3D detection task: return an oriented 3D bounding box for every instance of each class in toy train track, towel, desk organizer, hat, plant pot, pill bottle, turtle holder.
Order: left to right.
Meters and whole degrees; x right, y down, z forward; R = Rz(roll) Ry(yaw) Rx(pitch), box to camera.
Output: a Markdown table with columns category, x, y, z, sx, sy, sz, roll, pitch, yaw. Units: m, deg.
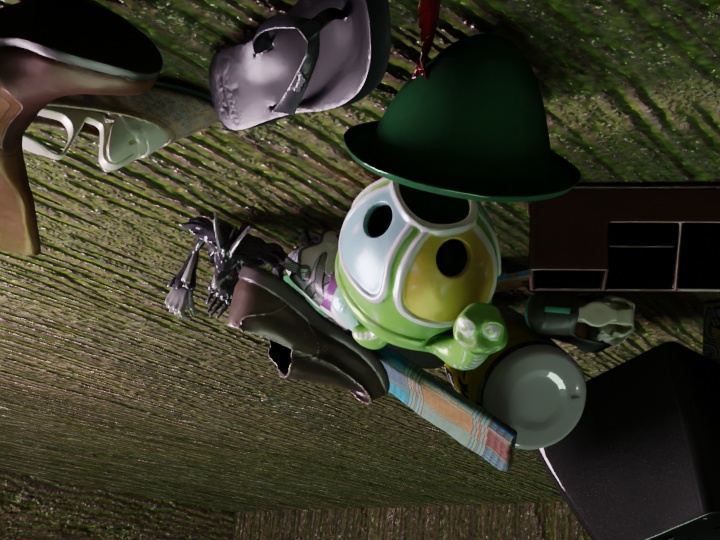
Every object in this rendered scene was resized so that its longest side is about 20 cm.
| category | x | y | z | sx | sy | sz | roll | pitch | yaw |
| --- | --- | --- | --- | --- | --- | --- | --- | --- | --- |
| turtle holder | 0.050 | -0.003 | 1.045 | 0.140 | 0.186 | 0.132 | 10 | 137 | -3 |
| towel | 0.072 | 0.134 | 1.288 | 0.200 | 0.022 | 0.147 | 33 | 166 | 16 |
| hat | 0.080 | -0.151 | 0.827 | 0.165 | 0.177 | 0.200 | 3 | -159 | -9 |
| toy train track | 0.136 | 0.005 | 1.314 | 0.199 | 0.033 | 0.115 | -11 | 152 | 22 |
| pill bottle | 0.157 | 0.106 | 1.370 | 0.114 | 0.115 | 0.200 | 8 | -166 | -17 |
| desk organizer | 0.246 | -0.027 | 1.100 | 0.199 | 0.077 | 0.072 | 0 | 163 | 8 |
| plant pot | 0.326 | 0.216 | 1.380 | 0.200 | 0.178 | 0.199 | -30 | 148 | 29 |

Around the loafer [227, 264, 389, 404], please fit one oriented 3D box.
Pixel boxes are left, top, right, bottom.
| category | x | y | z | sx | sy | sz | roll | pitch | yaw |
| --- | --- | --- | --- | --- | --- | --- | --- | --- | --- |
| loafer | -0.055 | 0.074 | 1.199 | 0.200 | 0.071 | 0.073 | 40 | 167 | -27 |

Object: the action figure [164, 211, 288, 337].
| category | x | y | z | sx | sy | sz | roll | pitch | yaw |
| --- | --- | --- | --- | --- | --- | --- | --- | --- | --- |
| action figure | -0.125 | 0.011 | 1.248 | 0.118 | 0.103 | 0.200 | 15 | 166 | 7 |

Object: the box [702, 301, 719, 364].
| category | x | y | z | sx | sy | sz | roll | pitch | yaw |
| --- | --- | --- | --- | --- | --- | --- | --- | --- | --- |
| box | 0.473 | 0.090 | 1.460 | 0.064 | 0.070 | 0.200 | -10 | 159 | 42 |

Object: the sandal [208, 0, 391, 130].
| category | x | y | z | sx | sy | sz | roll | pitch | yaw |
| --- | --- | --- | --- | --- | --- | --- | --- | --- | --- |
| sandal | -0.047 | -0.130 | 0.799 | 0.043 | 0.076 | 0.200 | -16 | 177 | -37 |

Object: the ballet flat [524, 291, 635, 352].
| category | x | y | z | sx | sy | sz | roll | pitch | yaw |
| --- | --- | --- | --- | --- | --- | --- | --- | --- | --- |
| ballet flat | 0.249 | 0.054 | 1.334 | 0.068 | 0.068 | 0.200 | -2 | 177 | 36 |

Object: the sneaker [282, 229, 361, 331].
| category | x | y | z | sx | sy | sz | roll | pitch | yaw |
| --- | --- | --- | --- | --- | --- | --- | --- | --- | --- |
| sneaker | 0.000 | 0.000 | 1.221 | 0.140 | 0.078 | 0.200 | 31 | -169 | 26 |

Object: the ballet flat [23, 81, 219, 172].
| category | x | y | z | sx | sy | sz | roll | pitch | yaw |
| --- | --- | --- | --- | --- | --- | --- | --- | --- | --- |
| ballet flat | -0.201 | -0.110 | 0.918 | 0.199 | 0.068 | 0.068 | 9 | 162 | -21 |

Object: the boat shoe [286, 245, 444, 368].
| category | x | y | z | sx | sy | sz | roll | pitch | yaw |
| --- | --- | --- | --- | --- | --- | --- | --- | --- | --- |
| boat shoe | 0.010 | 0.033 | 1.308 | 0.200 | 0.074 | 0.065 | 38 | 168 | -16 |

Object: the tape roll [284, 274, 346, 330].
| category | x | y | z | sx | sy | sz | roll | pitch | yaw |
| --- | --- | --- | --- | --- | --- | --- | --- | --- | --- |
| tape roll | -0.011 | 0.050 | 1.447 | 0.199 | 0.048 | 0.201 | 3 | 162 | 1 |

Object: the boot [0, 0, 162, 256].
| category | x | y | z | sx | sy | sz | roll | pitch | yaw |
| --- | --- | --- | --- | --- | --- | --- | --- | --- | --- |
| boot | -0.229 | -0.083 | 0.843 | 0.187 | 0.069 | 0.201 | 5 | 130 | -6 |
